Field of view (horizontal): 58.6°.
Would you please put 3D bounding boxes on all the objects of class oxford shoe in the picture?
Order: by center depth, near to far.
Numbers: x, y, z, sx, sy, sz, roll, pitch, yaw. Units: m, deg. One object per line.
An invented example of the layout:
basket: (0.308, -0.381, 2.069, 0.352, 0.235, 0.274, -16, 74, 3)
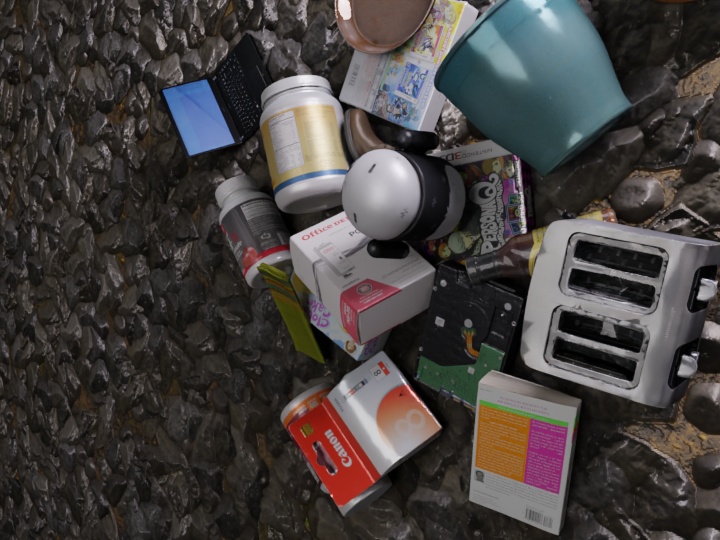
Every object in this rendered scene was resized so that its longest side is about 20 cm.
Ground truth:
oxford shoe: (0.040, -0.182, 1.036, 0.084, 0.073, 0.200, -31, 85, 33)

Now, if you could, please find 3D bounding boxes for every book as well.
book: (0.224, 0.253, 0.888, 0.133, 0.048, 0.200, 14, 112, 30)

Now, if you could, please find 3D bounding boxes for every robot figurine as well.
robot figurine: (0.063, -0.103, 0.886, 0.125, 0.200, 0.151, -23, 78, 40)

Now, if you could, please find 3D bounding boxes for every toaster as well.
toaster: (0.284, 0.035, 0.722, 0.200, 0.119, 0.181, 16, 101, 32)

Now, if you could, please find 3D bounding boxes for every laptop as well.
laptop: (-0.281, -0.345, 1.263, 0.200, 0.103, 0.177, -38, 69, 33)

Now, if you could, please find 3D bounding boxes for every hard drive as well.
hard drive: (0.160, 0.100, 0.943, 0.140, 0.038, 0.200, 24, 115, 32)

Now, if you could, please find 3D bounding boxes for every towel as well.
towel: (-0.120, 0.078, 1.126, 0.086, 0.018, 0.200, 23, 142, 48)

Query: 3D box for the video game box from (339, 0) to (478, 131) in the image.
video game box: (0.070, -0.337, 1.017, 0.182, 0.047, 0.200, 34, 112, 36)

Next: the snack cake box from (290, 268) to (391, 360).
snack cake box: (-0.033, 0.051, 1.101, 0.200, 0.067, 0.115, 35, 112, 33)

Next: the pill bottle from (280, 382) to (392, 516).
pill bottle: (-0.041, 0.302, 1.086, 0.114, 0.114, 0.200, -51, 62, 28)

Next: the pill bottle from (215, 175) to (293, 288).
pill bottle: (-0.197, -0.076, 1.201, 0.111, 0.111, 0.200, -41, 67, 32)

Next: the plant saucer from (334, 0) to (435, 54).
plant saucer: (0.044, -0.431, 0.987, 0.200, 0.034, 0.201, 0, 89, 38)

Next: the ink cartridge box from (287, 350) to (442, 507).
ink cartridge box: (0.003, 0.246, 1.018, 0.162, 0.200, 0.050, 51, 165, 25)

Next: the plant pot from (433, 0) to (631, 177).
plant pot: (0.229, -0.230, 0.812, 0.200, 0.200, 0.188, -42, 82, 32)

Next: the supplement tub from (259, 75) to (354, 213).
supplement tub: (-0.090, -0.210, 1.087, 0.145, 0.145, 0.200, -19, 80, 38)

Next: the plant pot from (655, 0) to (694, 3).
plant pot: (0.360, -0.423, 0.720, 0.200, 0.140, 0.201, 2, 93, 40)

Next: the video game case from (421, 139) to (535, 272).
video game case: (0.168, -0.087, 0.953, 0.181, 0.036, 0.200, -5, 89, 40)

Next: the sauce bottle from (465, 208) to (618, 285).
sauce bottle: (0.240, -0.024, 0.848, 0.200, 0.066, 0.066, -18, 80, 22)

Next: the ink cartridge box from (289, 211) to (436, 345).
ink cartridge box: (0.000, 0.000, 0.997, 0.200, 0.146, 0.083, 45, 153, 37)
